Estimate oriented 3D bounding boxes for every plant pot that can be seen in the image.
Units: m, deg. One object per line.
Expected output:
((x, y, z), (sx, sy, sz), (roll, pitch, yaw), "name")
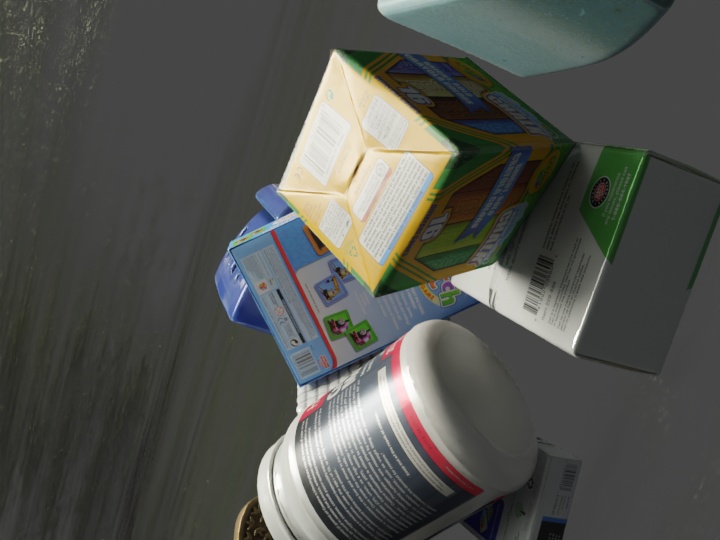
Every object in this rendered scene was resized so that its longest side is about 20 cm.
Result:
((0.165, -0.287, 0.616), (0.200, 0.195, 0.198), (24, 101, 58), "plant pot")
((-0.082, -0.009, 1.066), (0.181, 0.199, 0.200), (-67, 22, 8), "plant pot")

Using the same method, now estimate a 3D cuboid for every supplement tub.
((0.026, 0.147, 0.590), (0.200, 0.140, 0.141), (-39, 39, 26), "supplement tub")

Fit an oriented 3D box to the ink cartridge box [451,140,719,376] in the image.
((0.167, -0.024, 0.588), (0.200, 0.083, 0.147), (-142, 68, -67), "ink cartridge box")

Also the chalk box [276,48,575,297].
((0.063, -0.079, 0.554), (0.124, 0.199, 0.125), (47, 128, 26), "chalk box")

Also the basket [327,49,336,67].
((0.007, -0.173, 0.982), (0.180, 0.135, 0.202), (24, 101, 39), "basket")

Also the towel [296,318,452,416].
((0.023, 0.089, 0.768), (0.164, 0.086, 0.201), (-23, 31, 8), "towel")

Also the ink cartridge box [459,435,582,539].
((0.115, 0.184, 0.666), (0.200, 0.039, 0.100), (18, 94, 67), "ink cartridge box")

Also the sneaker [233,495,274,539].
((-0.070, 0.300, 0.622), (0.090, 0.067, 0.201), (-51, 55, 53), "sneaker")

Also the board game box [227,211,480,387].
((0.000, 0.000, 0.687), (0.037, 0.199, 0.152), (-107, -8, -73), "board game box")
